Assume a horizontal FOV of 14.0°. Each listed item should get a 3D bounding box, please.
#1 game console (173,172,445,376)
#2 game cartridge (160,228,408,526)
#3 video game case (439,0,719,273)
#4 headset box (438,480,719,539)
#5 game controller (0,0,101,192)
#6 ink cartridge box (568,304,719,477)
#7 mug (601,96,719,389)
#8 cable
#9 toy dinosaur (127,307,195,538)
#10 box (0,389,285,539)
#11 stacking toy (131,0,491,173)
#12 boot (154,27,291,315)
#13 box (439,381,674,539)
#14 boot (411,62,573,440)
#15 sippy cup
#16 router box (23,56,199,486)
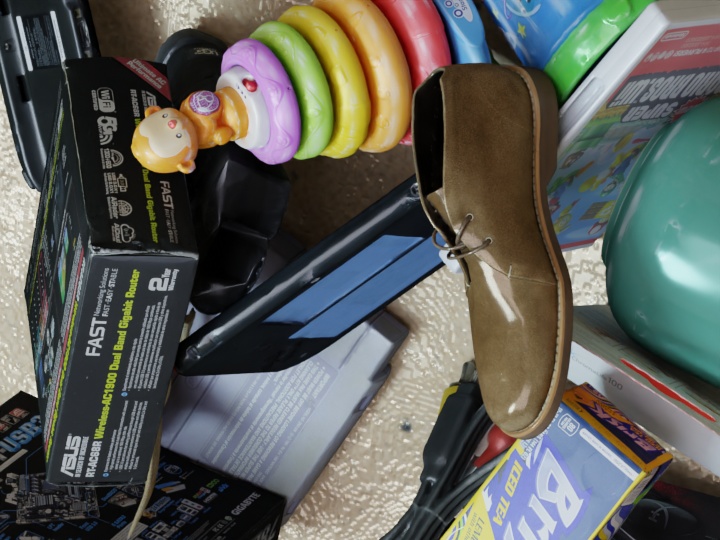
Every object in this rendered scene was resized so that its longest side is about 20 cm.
[{"bbox_3d":[0.000,0.000,1.672,0.200,0.177,0.031,-36,82,17],"label":"game console"},{"bbox_3d":[-0.066,0.074,1.835,0.129,0.038,0.200,36,121,3],"label":"game cartridge"},{"bbox_3d":[0.143,-0.077,1.611,0.017,0.143,0.200,53,124,19],"label":"video game case"},{"bbox_3d":[0.129,0.191,1.714,0.199,0.149,0.077,16,136,19],"label":"headset box"},{"bbox_3d":[-0.192,-0.141,1.778,0.104,0.042,0.201,-3,104,47],"label":"game controller"},{"bbox_3d":[0.172,0.080,1.624,0.160,0.200,0.047,33,100,13],"label":"ink cartridge box"},{"bbox_3d":[0.197,-0.005,1.607,0.114,0.152,0.186,27,119,16],"label":"mug"},{"bbox_3d":[0.055,0.135,1.712,0.097,0.201,0.050,6,151,43],"label":"cable"},{"bbox_3d":[-0.135,0.072,1.811,0.058,0.200,0.102,0,123,-20],"label":"toy dinosaur"},{"bbox_3d":[-0.175,0.159,1.786,0.198,0.200,0.050,19,115,17],"label":"box"},{"bbox_3d":[-0.037,-0.098,1.591,0.116,0.199,0.110,57,151,22],"label":"stacking toy"},{"bbox_3d":[-0.094,-0.029,1.709,0.065,0.200,0.166,1,117,-17],"label":"boot"},{"bbox_3d":[0.082,0.160,1.609,0.070,0.064,0.200,40,106,13],"label":"box"},{"bbox_3d":[0.063,-0.011,1.528,0.073,0.075,0.201,-18,72,49],"label":"boot"},{"bbox_3d":[0.116,-0.173,1.598,0.178,0.140,0.130,-41,79,4],"label":"sippy cup"},{"bbox_3d":[-0.143,0.002,1.645,0.062,0.150,0.200,1,138,-14],"label":"router box"}]
